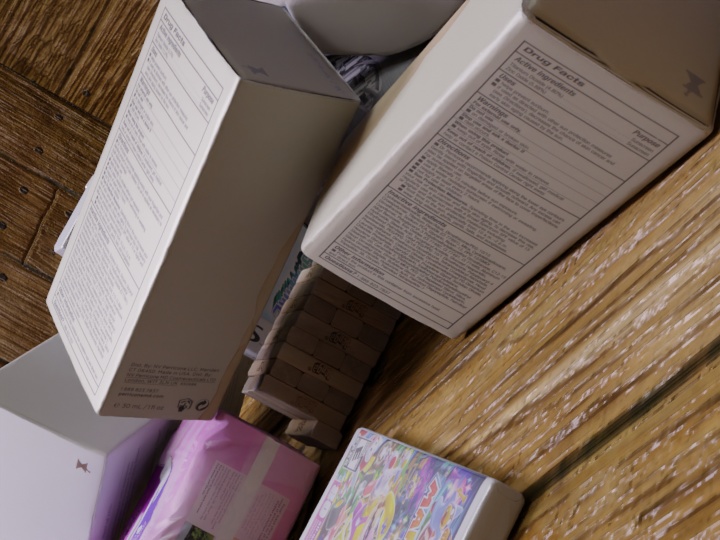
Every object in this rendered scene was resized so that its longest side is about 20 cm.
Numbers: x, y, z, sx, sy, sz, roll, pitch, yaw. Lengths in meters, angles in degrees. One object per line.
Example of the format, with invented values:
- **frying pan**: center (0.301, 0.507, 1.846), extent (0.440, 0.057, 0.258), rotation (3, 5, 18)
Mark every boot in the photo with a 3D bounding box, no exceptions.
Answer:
- **boot**: center (-0.014, -0.157, 0.806), extent (0.199, 0.073, 0.090), rotation (-7, 28, 35)

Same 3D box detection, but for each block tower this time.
- **block tower**: center (0.000, 0.000, 0.853), extent (0.201, 0.058, 0.054), rotation (-65, 13, -12)

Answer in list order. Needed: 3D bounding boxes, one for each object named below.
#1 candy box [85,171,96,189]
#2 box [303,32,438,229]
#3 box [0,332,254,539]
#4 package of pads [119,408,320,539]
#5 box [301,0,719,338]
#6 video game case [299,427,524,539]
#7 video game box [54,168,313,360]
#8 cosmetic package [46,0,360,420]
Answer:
- **candy box**: center (-0.121, -0.063, 1.179), extent (0.200, 0.071, 0.168), rotation (74, -142, -56)
- **box**: center (0.034, -0.123, 0.816), extent (0.200, 0.048, 0.159), rotation (-39, 29, 15)
- **box**: center (-0.159, 0.109, 0.934), extent (0.200, 0.097, 0.125), rotation (-38, -32, -63)
- **package of pads**: center (-0.104, 0.179, 0.827), extent (0.201, 0.075, 0.120), rotation (-64, 13, -14)
- **box**: center (0.063, -0.059, 0.654), extent (0.200, 0.095, 0.078), rotation (-42, 22, 51)
- **video game case**: center (-0.002, 0.143, 0.638), extent (0.144, 0.018, 0.200), rotation (-62, 13, -7)
- **video game box**: center (-0.064, -0.055, 0.938), extent (0.201, 0.182, 0.047), rotation (-63, 17, -9)
- **cosmetic package**: center (-0.087, -0.032, 0.763), extent (0.201, 0.073, 0.104), rotation (-62, 40, 26)
